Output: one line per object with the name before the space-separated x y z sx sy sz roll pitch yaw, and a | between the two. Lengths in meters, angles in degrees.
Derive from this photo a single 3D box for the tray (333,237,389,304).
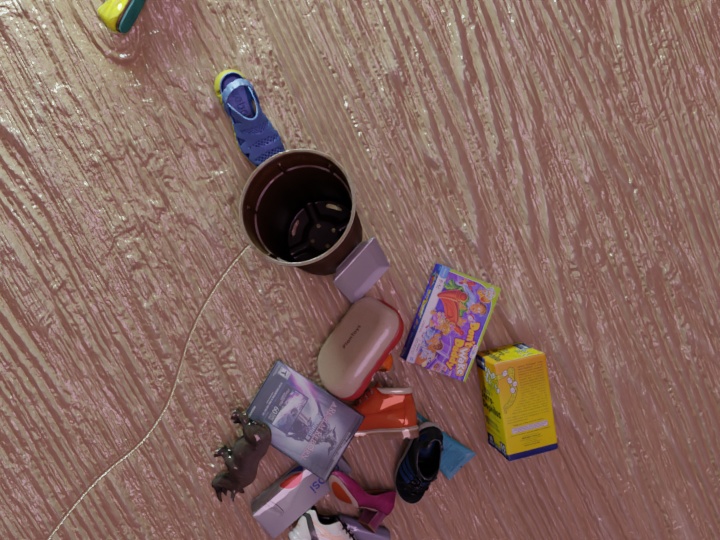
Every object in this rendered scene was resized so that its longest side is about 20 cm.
tray | 0.000 0.000 1.442 0.022 0.200 0.107 41 86 17

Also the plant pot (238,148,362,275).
plant pot | -0.086 -0.082 1.375 0.199 0.198 0.201 -3 76 11

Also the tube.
tube | 0.139 0.340 1.572 0.200 0.050 0.077 42 101 -17

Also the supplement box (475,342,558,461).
supplement box | 0.310 0.259 1.567 0.109 0.109 0.201 -11 98 -11

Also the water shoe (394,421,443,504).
water shoe | 0.113 0.390 1.527 0.071 0.079 0.201 6 116 -9

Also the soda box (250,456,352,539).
soda box | -0.116 0.419 1.514 0.200 0.063 0.068 -39 102 -6

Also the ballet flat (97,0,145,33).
ballet flat | -0.384 -0.506 1.360 0.067 0.067 0.200 37 89 8

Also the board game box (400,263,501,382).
board game box | 0.179 0.103 1.554 0.134 0.045 0.201 20 91 -14

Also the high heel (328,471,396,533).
high heel | 0.005 0.418 1.514 0.096 0.067 0.200 -54 138 -28

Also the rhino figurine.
rhino figurine | -0.229 0.357 1.473 0.087 0.060 0.201 28 107 10

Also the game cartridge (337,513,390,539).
game cartridge | -0.021 0.599 1.570 0.133 0.041 0.201 21 91 -18

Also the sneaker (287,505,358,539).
sneaker | -0.036 0.522 1.504 0.200 0.074 0.080 30 87 -14

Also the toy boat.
toy boat | 0.014 0.160 1.500 0.200 0.130 0.131 -54 132 -2

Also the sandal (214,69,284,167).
sandal | -0.199 -0.268 1.412 0.079 0.087 0.200 -33 104 -9

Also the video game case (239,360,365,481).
video game case | -0.111 0.283 1.483 0.200 0.019 0.143 31 91 11

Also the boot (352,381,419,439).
boot | 0.011 0.268 1.507 0.199 0.075 0.108 -4 88 11
